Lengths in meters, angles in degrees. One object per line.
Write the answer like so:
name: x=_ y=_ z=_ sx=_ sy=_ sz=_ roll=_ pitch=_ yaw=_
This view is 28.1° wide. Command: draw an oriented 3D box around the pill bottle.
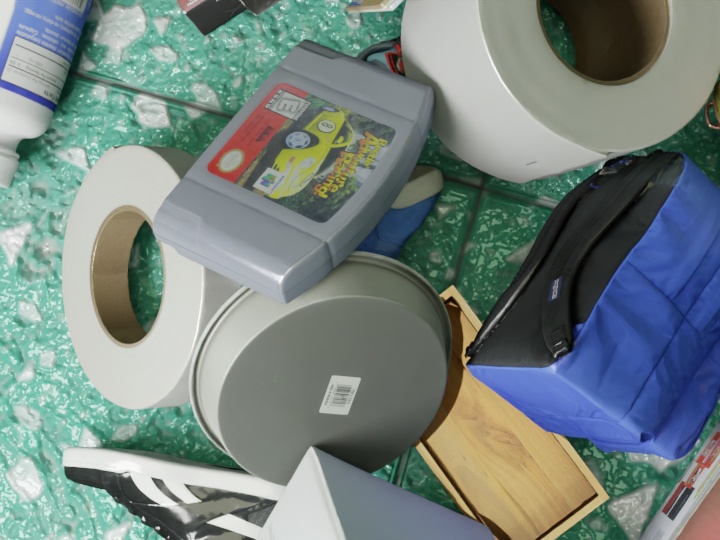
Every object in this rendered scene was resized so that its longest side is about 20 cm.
pill bottle: x=-0.290 y=-0.174 z=1.155 sx=0.111 sy=0.112 sz=0.202 roll=19 pitch=88 yaw=9

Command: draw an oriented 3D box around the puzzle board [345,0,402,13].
puzzle board: x=0.055 y=-0.249 z=1.077 sx=0.017 sy=0.200 sz=0.151 roll=41 pitch=92 yaw=-11

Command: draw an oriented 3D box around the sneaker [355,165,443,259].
sneaker: x=-0.001 y=0.000 z=1.101 sx=0.076 sy=0.199 sz=0.112 roll=4 pitch=118 yaw=42

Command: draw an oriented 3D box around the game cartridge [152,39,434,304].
game cartridge: x=-0.037 y=-0.073 z=1.012 sx=0.132 sy=0.041 sz=0.201 roll=25 pitch=62 yaw=20

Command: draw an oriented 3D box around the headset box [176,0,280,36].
headset box: x=-0.110 y=-0.301 z=1.160 sx=0.148 sy=0.075 sz=0.201 roll=-30 pitch=82 yaw=3

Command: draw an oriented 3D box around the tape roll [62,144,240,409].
tape roll: x=-0.164 y=0.004 z=1.100 sx=0.202 sy=0.037 sz=0.205 roll=2 pitch=92 yaw=49

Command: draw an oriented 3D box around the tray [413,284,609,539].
tray: x=0.093 y=0.122 z=1.116 sx=0.098 sy=0.037 sz=0.201 roll=-37 pitch=82 yaw=3

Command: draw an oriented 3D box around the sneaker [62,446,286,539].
sneaker: x=-0.145 y=0.204 z=1.120 sx=0.198 sy=0.073 sz=0.113 roll=9 pitch=85 yaw=7

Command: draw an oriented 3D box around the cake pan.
cake pan: x=-0.023 y=0.079 z=1.034 sx=0.199 sy=0.201 sz=0.037 roll=-32 pitch=38 yaw=3

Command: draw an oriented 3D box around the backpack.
backpack: x=0.197 y=0.025 z=1.047 sx=0.167 sy=0.162 sz=0.201 roll=38 pitch=74 yaw=-22

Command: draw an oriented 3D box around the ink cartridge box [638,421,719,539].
ink cartridge box: x=0.241 y=0.212 z=1.017 sx=0.084 sy=0.176 sz=0.201 roll=35 pitch=91 yaw=9

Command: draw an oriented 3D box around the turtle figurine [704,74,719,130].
turtle figurine: x=0.282 y=-0.110 z=1.039 sx=0.064 sy=0.161 sz=0.202 roll=3 pitch=69 yaw=18

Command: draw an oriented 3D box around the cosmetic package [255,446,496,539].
cosmetic package: x=-0.001 y=0.270 z=1.007 sx=0.166 sy=0.166 sz=0.201 roll=26 pitch=101 yaw=-18

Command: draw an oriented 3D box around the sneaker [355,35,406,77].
sneaker: x=0.039 y=-0.144 z=1.116 sx=0.199 sy=0.096 sz=0.080 roll=-32 pitch=81 yaw=4

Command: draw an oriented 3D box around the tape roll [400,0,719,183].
tape roll: x=0.145 y=-0.175 z=1.046 sx=0.201 sy=0.139 sz=0.205 roll=2 pitch=85 yaw=-20
